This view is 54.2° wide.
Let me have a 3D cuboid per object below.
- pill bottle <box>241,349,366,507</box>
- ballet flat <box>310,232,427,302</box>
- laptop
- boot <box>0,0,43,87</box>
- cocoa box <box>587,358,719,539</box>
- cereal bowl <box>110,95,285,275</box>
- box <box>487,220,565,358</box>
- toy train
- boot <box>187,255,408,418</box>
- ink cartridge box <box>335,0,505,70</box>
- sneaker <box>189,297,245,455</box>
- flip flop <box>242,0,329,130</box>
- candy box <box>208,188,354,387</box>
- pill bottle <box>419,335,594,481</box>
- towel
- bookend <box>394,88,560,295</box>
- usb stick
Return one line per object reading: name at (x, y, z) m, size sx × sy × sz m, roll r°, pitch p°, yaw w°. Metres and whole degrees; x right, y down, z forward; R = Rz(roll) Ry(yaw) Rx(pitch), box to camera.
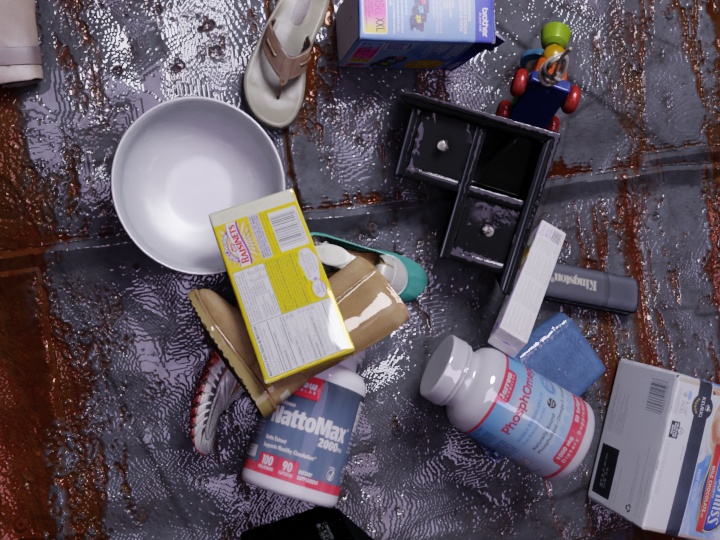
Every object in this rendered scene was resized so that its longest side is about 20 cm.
pill bottle at (-0.058, 0.165, 0.842) m, size 0.118 × 0.119 × 0.204 m, roll 19°, pitch 74°, yaw -12°
ballet flat at (0.000, 0.000, 0.884) m, size 0.196 × 0.070 × 0.069 m, roll 15°, pitch 87°, yaw -13°
laptop at (-0.026, 0.363, 0.822) m, size 0.196 × 0.187 × 0.118 m, roll -14°, pitch 93°, yaw -13°
boot at (-0.395, -0.288, 0.796) m, size 0.197 × 0.070 × 0.149 m, roll -22°, pitch 102°, yaw -11°
cocoa box at (0.416, 0.240, 0.952) m, size 0.129 × 0.133 × 0.204 m, roll 15°, pitch 88°, yaw -13°
cereal bowl at (-0.189, -0.096, 0.832) m, size 0.196 × 0.083 × 0.205 m, roll 0°, pitch 91°, yaw -13°
box at (0.214, 0.019, 0.895) m, size 0.041 × 0.039 × 0.201 m, roll 28°, pitch 52°, yaw 2°
toy train at (0.235, -0.257, 0.867) m, size 0.083 × 0.200 × 0.118 m, roll 16°, pitch 71°, yaw 0°
boot at (-0.072, 0.046, 0.802) m, size 0.198 × 0.066 × 0.176 m, roll -34°, pitch 76°, yaw -18°
ink cartridge box at (0.078, -0.299, 0.864) m, size 0.196 × 0.136 × 0.078 m, roll -4°, pitch 93°, yaw -13°
sneaker at (-0.148, 0.127, 0.848) m, size 0.081 × 0.078 × 0.203 m, roll 25°, pitch 85°, yaw -13°
flip flop at (-0.088, -0.275, 0.866) m, size 0.080 × 0.058 × 0.204 m, roll 22°, pitch 86°, yaw -12°
candy box at (-0.087, 0.014, 0.764) m, size 0.100 × 0.026 × 0.203 m, roll -19°, pitch 71°, yaw -10°
pill bottle at (0.176, 0.164, 0.861) m, size 0.198 × 0.109 × 0.110 m, roll 30°, pitch 84°, yaw -7°
towel at (0.225, 0.154, 0.950) m, size 0.199 × 0.049 × 0.113 m, roll -36°, pitch 94°, yaw -9°
bookend at (0.120, -0.102, 0.883) m, size 0.196 × 0.092 × 0.203 m, roll 17°, pitch 103°, yaw 3°
usb stick at (0.295, 0.021, 0.972) m, size 0.196 × 0.033 × 0.057 m, roll 11°, pitch 83°, yaw -12°
